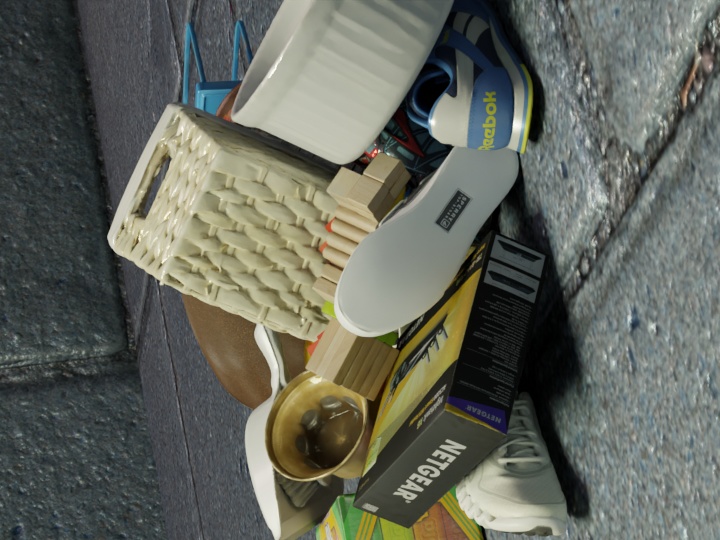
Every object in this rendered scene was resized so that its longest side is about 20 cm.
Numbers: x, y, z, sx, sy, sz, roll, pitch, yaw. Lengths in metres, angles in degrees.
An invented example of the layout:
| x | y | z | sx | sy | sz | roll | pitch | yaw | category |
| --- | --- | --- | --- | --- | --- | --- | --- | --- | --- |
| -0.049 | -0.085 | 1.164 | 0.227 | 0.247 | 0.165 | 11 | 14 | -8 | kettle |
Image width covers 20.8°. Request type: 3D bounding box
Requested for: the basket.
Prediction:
| x | y | z | sx | sy | sz | roll | pitch | yaw | category |
| --- | --- | --- | --- | --- | --- | --- | --- | --- | --- |
| -0.080 | -0.032 | 1.588 | 0.136 | 0.200 | 0.123 | -65 | 30 | 6 | basket |

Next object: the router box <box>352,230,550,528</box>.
| x | y | z | sx | sy | sz | roll | pitch | yaw | category |
| --- | --- | --- | --- | --- | --- | --- | --- | --- | --- |
| 0.066 | 0.085 | 1.474 | 0.200 | 0.052 | 0.157 | 127 | 163 | -56 | router box |

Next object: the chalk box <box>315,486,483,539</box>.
| x | y | z | sx | sy | sz | roll | pitch | yaw | category |
| --- | --- | --- | --- | --- | --- | --- | --- | --- | --- |
| 0.045 | 0.297 | 1.695 | 0.124 | 0.124 | 0.200 | 116 | 144 | -65 | chalk box |

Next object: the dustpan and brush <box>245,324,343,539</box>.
| x | y | z | sx | sy | sz | roll | pitch | yaw | category |
| --- | --- | --- | --- | --- | --- | --- | --- | --- | --- |
| -0.066 | 0.130 | 1.736 | 0.200 | 0.057 | 0.140 | 64 | -156 | 2 | dustpan and brush |

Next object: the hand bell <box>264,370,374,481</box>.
| x | y | z | sx | sy | sz | roll | pitch | yaw | category |
| --- | --- | --- | --- | --- | --- | --- | --- | --- | --- |
| 0.012 | 0.169 | 1.726 | 0.200 | 0.104 | 0.104 | 39 | -153 | -49 | hand bell |

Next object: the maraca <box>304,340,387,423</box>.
| x | y | z | sx | sy | sz | roll | pitch | yaw | category |
| --- | --- | --- | --- | --- | --- | --- | --- | --- | --- |
| 0.004 | 0.052 | 1.772 | 0.137 | 0.107 | 0.200 | -21 | -69 | -66 | maraca |

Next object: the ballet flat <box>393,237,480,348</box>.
| x | y | z | sx | sy | sz | roll | pitch | yaw | category |
| --- | --- | --- | --- | --- | --- | --- | --- | --- | --- |
| 0.041 | 0.027 | 1.608 | 0.200 | 0.071 | 0.071 | -25 | 71 | 53 | ballet flat |

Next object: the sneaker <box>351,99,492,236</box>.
| x | y | z | sx | sy | sz | roll | pitch | yaw | category |
| --- | --- | --- | --- | --- | --- | --- | --- | --- | --- |
| 0.032 | -0.093 | 1.588 | 0.200 | 0.095 | 0.079 | 55 | 153 | 32 | sneaker |

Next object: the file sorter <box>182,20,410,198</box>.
| x | y | z | sx | sy | sz | roll | pitch | yaw | category |
| --- | --- | --- | --- | --- | --- | --- | --- | --- | --- |
| -0.059 | -0.148 | 1.765 | 0.123 | 0.200 | 0.139 | -107 | 18 | -45 | file sorter |

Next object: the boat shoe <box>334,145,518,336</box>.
| x | y | z | sx | sy | sz | roll | pitch | yaw | category |
| --- | --- | --- | --- | --- | --- | --- | --- | --- | --- |
| 0.044 | -0.022 | 1.472 | 0.200 | 0.072 | 0.068 | -54 | 3 | -26 | boat shoe |

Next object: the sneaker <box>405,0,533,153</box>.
| x | y | z | sx | sy | sz | roll | pitch | yaw | category |
| --- | --- | --- | --- | --- | --- | --- | --- | --- | --- |
| 0.069 | -0.154 | 1.489 | 0.200 | 0.082 | 0.074 | -114 | 21 | -58 | sneaker |

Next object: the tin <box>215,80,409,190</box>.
| x | y | z | sx | sy | sz | roll | pitch | yaw | category |
| --- | --- | --- | --- | --- | --- | --- | --- | --- | --- |
| -0.031 | -0.110 | 1.683 | 0.112 | 0.200 | 0.042 | -55 | 40 | 33 | tin |

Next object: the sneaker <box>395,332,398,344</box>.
| x | y | z | sx | sy | sz | roll | pitch | yaw | category |
| --- | --- | --- | --- | --- | --- | --- | --- | --- | --- |
| 0.063 | 0.076 | 1.672 | 0.095 | 0.079 | 0.200 | -44 | 51 | 45 | sneaker |

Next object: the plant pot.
| x | y | z | sx | sy | sz | roll | pitch | yaw | category |
| --- | --- | --- | --- | --- | --- | --- | --- | --- | --- |
| -0.092 | 0.017 | 1.846 | 0.200 | 0.187 | 0.187 | 53 | -159 | -61 | plant pot |

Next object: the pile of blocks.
| x | y | z | sx | sy | sz | roll | pitch | yaw | category |
| --- | --- | --- | --- | --- | --- | --- | --- | --- | --- |
| 0.000 | 0.000 | 1.537 | 0.062 | 0.082 | 0.200 | 26 | 112 | 40 | pile of blocks |

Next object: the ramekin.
| x | y | z | sx | sy | sz | roll | pitch | yaw | category |
| --- | --- | --- | --- | --- | --- | --- | --- | --- | --- |
| -0.008 | -0.178 | 1.484 | 0.201 | 0.098 | 0.201 | -57 | 12 | 19 | ramekin |

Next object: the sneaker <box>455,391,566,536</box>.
| x | y | z | sx | sy | sz | roll | pitch | yaw | category |
| --- | --- | --- | --- | --- | --- | --- | --- | --- | --- |
| 0.109 | 0.136 | 1.482 | 0.200 | 0.075 | 0.081 | -122 | 40 | -66 | sneaker |
